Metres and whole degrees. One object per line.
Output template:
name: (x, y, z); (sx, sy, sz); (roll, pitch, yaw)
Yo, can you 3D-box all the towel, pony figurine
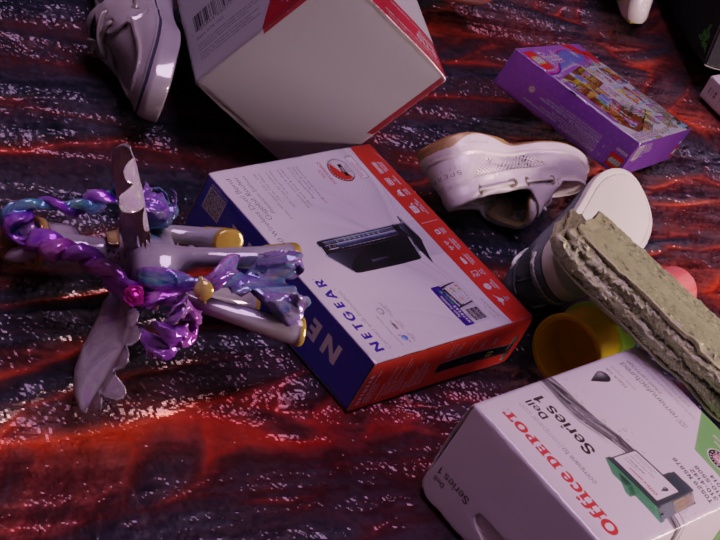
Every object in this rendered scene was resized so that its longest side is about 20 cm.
towel: (0.219, 0.030, 1.520); (0.200, 0.037, 0.148); (42, 16, 4)
pony figurine: (-0.135, 0.003, 1.330); (0.199, 0.168, 0.193); (10, 6, -23)

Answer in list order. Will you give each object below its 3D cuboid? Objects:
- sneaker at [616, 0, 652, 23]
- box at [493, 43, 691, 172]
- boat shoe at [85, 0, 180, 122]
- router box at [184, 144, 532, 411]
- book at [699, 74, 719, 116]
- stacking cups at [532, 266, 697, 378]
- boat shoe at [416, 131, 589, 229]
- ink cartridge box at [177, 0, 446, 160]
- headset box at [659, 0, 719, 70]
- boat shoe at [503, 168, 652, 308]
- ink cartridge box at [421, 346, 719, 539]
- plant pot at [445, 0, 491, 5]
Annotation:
sneaker: (0.255, -0.314, 2.106); (0.104, 0.076, 0.200); (17, 26, 2)
box: (0.208, -0.145, 1.819); (0.137, 0.039, 0.200); (39, 19, 13)
boat shoe: (-0.179, -0.184, 1.588); (0.065, 0.072, 0.201); (13, 36, -17)
router box: (0.000, 0.000, 1.501); (0.179, 0.049, 0.200); (-14, 54, -47)
book: (0.441, -0.122, 2.010); (0.133, 0.048, 0.200); (-6, 45, -41)
stacking cups: (0.209, 0.036, 1.606); (0.060, 0.061, 0.200); (42, 35, 18)
boat shoe: (0.122, -0.066, 1.677); (0.199, 0.071, 0.070); (1, 69, -48)
ink cartridge box: (-0.047, -0.207, 1.613); (0.144, 0.145, 0.201); (39, 23, -38)
headset box: (0.389, -0.308, 2.066); (0.092, 0.175, 0.200); (10, 29, -17)
boat shoe: (0.175, -0.025, 1.653); (0.073, 0.062, 0.200); (61, 36, -9)
ink cartridge box: (0.162, 0.146, 1.402); (0.199, 0.085, 0.146); (-14, 53, -48)
plant pot: (0.049, -0.334, 1.865); (0.194, 0.201, 0.201); (9, 38, -41)
